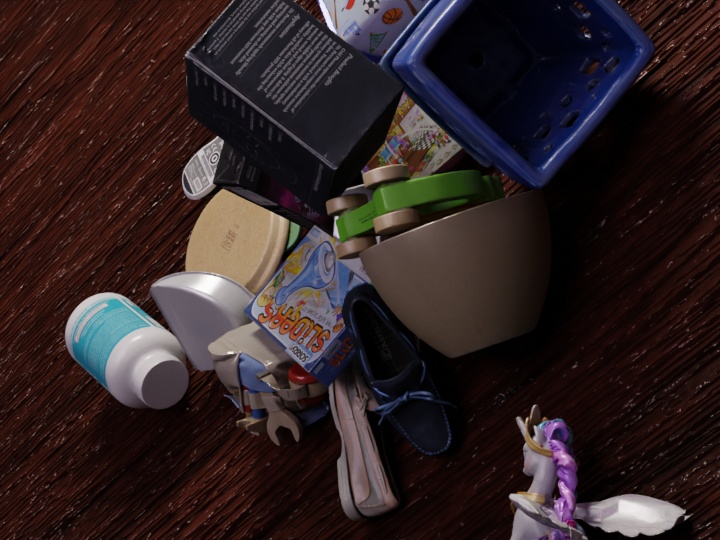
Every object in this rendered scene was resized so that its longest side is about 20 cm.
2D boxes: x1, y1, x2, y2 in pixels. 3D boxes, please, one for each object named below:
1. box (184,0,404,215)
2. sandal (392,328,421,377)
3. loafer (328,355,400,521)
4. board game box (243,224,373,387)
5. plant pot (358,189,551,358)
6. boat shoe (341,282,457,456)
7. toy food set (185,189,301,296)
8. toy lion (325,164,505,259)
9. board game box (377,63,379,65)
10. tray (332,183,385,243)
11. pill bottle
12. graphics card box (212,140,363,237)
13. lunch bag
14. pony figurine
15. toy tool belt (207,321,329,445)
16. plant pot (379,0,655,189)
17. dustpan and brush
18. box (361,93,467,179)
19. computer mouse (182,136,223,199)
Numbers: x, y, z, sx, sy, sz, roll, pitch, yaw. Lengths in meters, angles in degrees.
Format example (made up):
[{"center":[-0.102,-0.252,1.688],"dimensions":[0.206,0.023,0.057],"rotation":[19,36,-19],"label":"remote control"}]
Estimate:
[{"center":[-0.074,-0.182,1.639],"dimensions":[0.124,0.197,0.200],"rotation":[-50,-3,-13],"label":"box"},{"center":[0.051,0.056,1.702],"dimensions":[0.050,0.082,0.203],"rotation":[0,60,0],"label":"sandal"},{"center":[0.009,0.174,1.689],"dimensions":[0.063,0.072,0.200],"rotation":[-15,67,24],"label":"loafer"},{"center":[-0.044,0.037,1.727],"dimensions":[0.135,0.034,0.200],"rotation":[-51,31,-3],"label":"board game box"},{"center":[0.114,0.013,1.574],"dimensions":[0.200,0.200,0.135],"rotation":[-22,86,40],"label":"plant pot"},{"center":[0.032,0.111,1.603],"dimensions":[0.084,0.200,0.069],"rotation":[-35,3,7],"label":"boat shoe"},{"center":[-0.151,-0.032,1.970],"dimensions":[0.200,0.049,0.198],"rotation":[8,78,49],"label":"toy food set"},{"center":[0.073,-0.070,1.625],"dimensions":[0.200,0.192,0.069],"rotation":[149,108,-69],"label":"toy lion"},{"center":[0.093,-0.242,1.816],"dimensions":[0.200,0.035,0.126],"rotation":[-41,47,27],"label":"board game box"},{"center":[0.000,0.000,1.779],"dimensions":[0.107,0.022,0.200],"rotation":[-9,75,57],"label":"tray"},{"center":[-0.302,0.111,2.015],"dimensions":[0.200,0.111,0.111],"rotation":[32,96,50],"label":"pill bottle"},{"center":[-0.077,-0.127,1.817],"dimensions":[0.051,0.200,0.126],"rotation":[5,75,44],"label":"graphics card box"},{"center":[0.030,-0.378,1.886],"dimensions":[0.170,0.124,0.200],"rotation":[-43,53,27],"label":"lunch bag"},{"center":[0.183,0.243,1.415],"dimensions":[0.193,0.166,0.200],"rotation":[28,108,57],"label":"pony figurine"},{"center":[-0.091,0.143,1.789],"dimensions":[0.200,0.125,0.123],"rotation":[23,130,52],"label":"toy tool belt"},{"center":[0.147,-0.220,1.584],"dimensions":[0.200,0.200,0.180],"rotation":[-50,18,-6],"label":"plant pot"},{"center":[-0.150,0.051,1.887],"dimensions":[0.200,0.140,0.057],"rotation":[-7,29,42],"label":"dustpan and brush"},{"center":[0.071,-0.180,1.763],"dimensions":[0.200,0.039,0.137],"rotation":[-40,76,28],"label":"box"},{"center":[-0.159,-0.166,2.051],"dimensions":[0.200,0.044,0.110],"rotation":[-40,51,20],"label":"computer mouse"}]
